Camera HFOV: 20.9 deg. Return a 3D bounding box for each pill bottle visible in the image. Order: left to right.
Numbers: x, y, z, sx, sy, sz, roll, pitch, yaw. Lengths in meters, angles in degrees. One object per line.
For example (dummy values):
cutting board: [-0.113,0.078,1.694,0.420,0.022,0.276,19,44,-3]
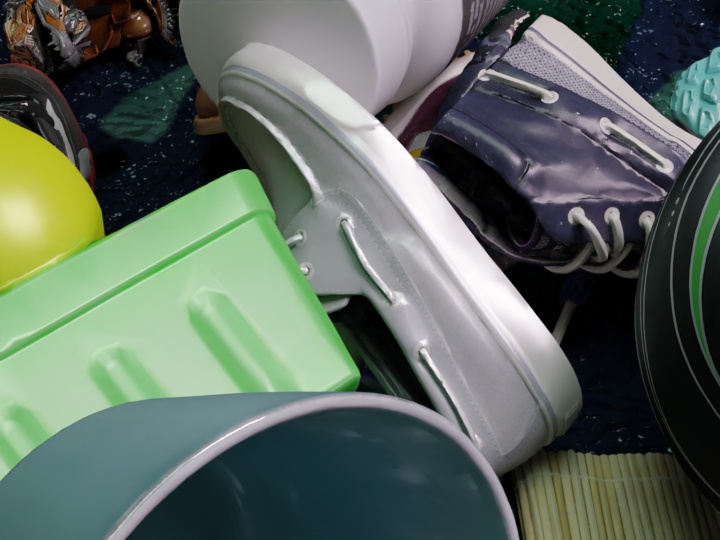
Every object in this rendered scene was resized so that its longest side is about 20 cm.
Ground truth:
pill bottle: [0.011,-0.144,0.871,0.114,0.114,0.200,18,40,21]

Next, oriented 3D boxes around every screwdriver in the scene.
screwdriver: [0.086,0.023,0.838,0.028,0.029,0.200,14,40,16]

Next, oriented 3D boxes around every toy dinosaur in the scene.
toy dinosaur: [-0.114,-0.171,1.032,0.135,0.102,0.200,-1,58,25]

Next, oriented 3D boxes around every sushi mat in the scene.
sushi mat: [0.112,0.137,0.706,0.095,0.012,0.200,0,39,-4]

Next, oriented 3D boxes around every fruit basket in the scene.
fruit basket: [-0.127,0.030,0.725,0.215,0.156,0.216,7,49,-8]

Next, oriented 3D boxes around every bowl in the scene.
bowl: [-0.054,0.120,0.605,0.201,0.201,0.105,-31,33,-33]

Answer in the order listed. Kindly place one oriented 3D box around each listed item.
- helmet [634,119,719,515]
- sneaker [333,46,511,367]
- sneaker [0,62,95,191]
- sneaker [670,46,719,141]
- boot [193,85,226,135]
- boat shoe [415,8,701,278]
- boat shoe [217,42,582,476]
helmet: [0.198,0.011,0.714,0.200,0.200,0.191,-15,62,-17]
sneaker: [0.033,-0.025,0.870,0.090,0.075,0.200,37,57,26]
sneaker: [-0.158,-0.046,0.868,0.071,0.098,0.201,-4,38,-2]
sneaker: [0.232,-0.039,0.866,0.200,0.091,0.078,17,62,9]
boot: [-0.034,-0.165,0.957,0.077,0.156,0.200,6,34,39]
boat shoe: [0.112,-0.018,0.824,0.200,0.075,0.093,37,51,8]
boat shoe: [0.000,0.000,0.773,0.068,0.072,0.200,-38,89,-20]
